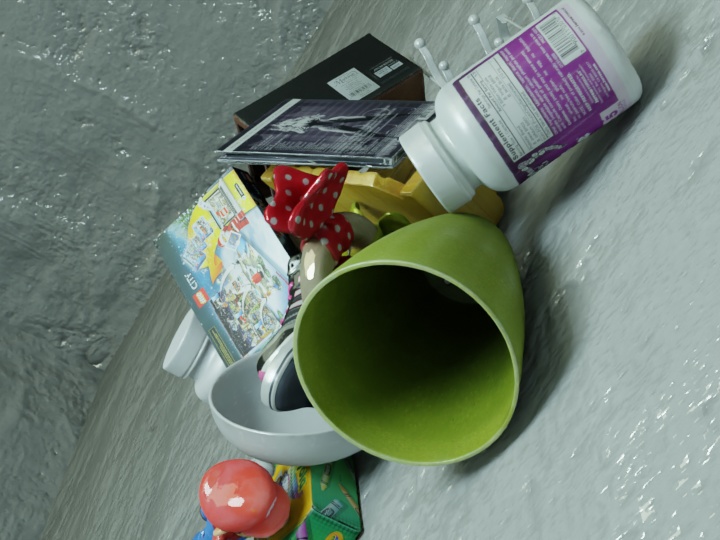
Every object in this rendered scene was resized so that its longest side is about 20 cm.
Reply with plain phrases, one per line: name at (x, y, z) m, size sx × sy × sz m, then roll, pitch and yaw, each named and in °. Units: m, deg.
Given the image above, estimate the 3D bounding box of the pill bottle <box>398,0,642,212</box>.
pill bottle at (0.137, -0.141, 1.030) m, size 0.200 × 0.112 × 0.112 m, roll -35°, pitch 20°, yaw 9°

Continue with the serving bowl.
serving bowl at (-0.055, 0.145, 1.205) m, size 0.200 × 0.199 × 0.066 m, roll -98°, pitch 4°, yaw -67°

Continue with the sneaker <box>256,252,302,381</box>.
sneaker at (-0.052, 0.033, 1.211) m, size 0.200 × 0.087 × 0.074 m, roll -52°, pitch -32°, yaw -19°

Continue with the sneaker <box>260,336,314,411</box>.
sneaker at (-0.008, 0.084, 1.155) m, size 0.200 × 0.079 × 0.079 m, roll -35°, pitch -41°, yaw -37°

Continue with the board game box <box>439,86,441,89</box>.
board game box at (0.153, -0.198, 1.270) m, size 0.104 × 0.024 × 0.200 m, roll -20°, pitch 18°, yaw -1°

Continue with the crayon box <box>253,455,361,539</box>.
crayon box at (-0.058, 0.247, 1.214) m, size 0.119 × 0.058 × 0.200 m, roll -58°, pitch 15°, yaw 17°

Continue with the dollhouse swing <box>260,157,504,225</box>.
dollhouse swing at (0.045, -0.126, 1.211) m, size 0.199 × 0.182 × 0.177 m, roll 10°, pitch 72°, yaw 40°

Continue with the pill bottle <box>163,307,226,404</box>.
pill bottle at (-0.129, 0.124, 1.399) m, size 0.111 × 0.199 × 0.111 m, roll -57°, pitch 14°, yaw 23°

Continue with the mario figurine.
mario figurine at (-0.112, 0.252, 1.173) m, size 0.124 × 0.106 × 0.200 m, roll 67°, pitch 157°, yaw 15°

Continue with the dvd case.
dvd case at (-0.026, -0.141, 1.184) m, size 0.149 × 0.199 × 0.016 m, roll -47°, pitch -45°, yaw -50°

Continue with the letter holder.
letter holder at (-0.028, -0.153, 1.354) m, size 0.200 × 0.101 × 0.143 m, roll -34°, pitch -39°, yaw -21°

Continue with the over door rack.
over door rack at (0.130, -0.262, 1.338) m, size 0.147 × 0.067 × 0.200 m, roll -23°, pitch 18°, yaw -6°

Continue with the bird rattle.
bird rattle at (-0.008, -0.008, 1.069) m, size 0.112 × 0.200 × 0.164 m, roll -5°, pitch 77°, yaw 23°

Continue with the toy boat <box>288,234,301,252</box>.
toy boat at (0.000, 0.000, 1.354) m, size 0.131 × 0.130 × 0.200 m, roll -56°, pitch 47°, yaw 21°

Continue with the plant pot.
plant pot at (0.064, 0.032, 1.000) m, size 0.187 × 0.187 × 0.200 m, roll -52°, pitch 1°, yaw 33°

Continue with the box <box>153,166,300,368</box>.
box at (-0.136, 0.002, 1.324) m, size 0.136 × 0.200 × 0.038 m, roll -41°, pitch -23°, yaw 18°
